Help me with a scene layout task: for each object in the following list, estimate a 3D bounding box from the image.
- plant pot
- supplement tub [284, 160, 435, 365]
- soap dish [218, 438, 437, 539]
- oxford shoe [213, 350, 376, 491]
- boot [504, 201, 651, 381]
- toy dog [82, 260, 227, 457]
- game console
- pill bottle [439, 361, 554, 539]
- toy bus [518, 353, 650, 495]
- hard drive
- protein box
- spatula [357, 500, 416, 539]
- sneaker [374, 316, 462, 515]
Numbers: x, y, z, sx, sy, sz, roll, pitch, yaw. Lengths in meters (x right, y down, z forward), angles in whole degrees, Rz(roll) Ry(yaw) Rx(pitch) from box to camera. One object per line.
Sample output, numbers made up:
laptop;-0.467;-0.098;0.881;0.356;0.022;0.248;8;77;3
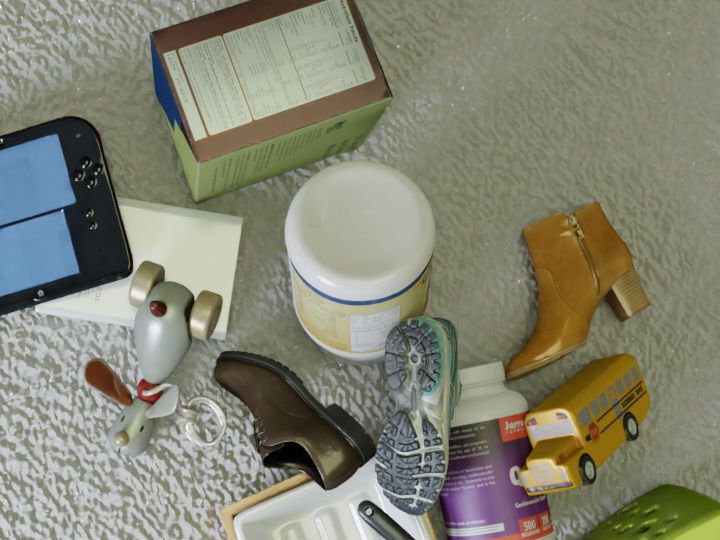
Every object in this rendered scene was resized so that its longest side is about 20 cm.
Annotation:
plant pot;0.299;0.352;1.138;0.180;0.199;0.202;-22;87;-4
supplement tub;0.000;0.000;1.113;0.143;0.201;0.146;0;63;0
soap dish;-0.027;0.279;1.147;0.198;0.081;0.159;-21;86;-11
oxford shoe;-0.085;0.149;1.124;0.199;0.073;0.084;32;58;29
boot;0.211;0.020;1.233;0.200;0.071;0.145;-29;82;-15
toy dog;-0.207;0.092;1.111;0.130;0.096;0.203;0;93;10
game console;-0.346;-0.053;1.145;0.198;0.031;0.179;-16;81;0
pill bottle;0.131;0.201;1.167;0.111;0.112;0.202;-10;85;-10
toy bus;0.232;0.159;1.158;0.199;0.065;0.079;-26;96;-49
hard drive;-0.232;-0.006;1.180;0.198;0.026;0.134;9;81;-8
protein box;-0.096;-0.180;1.136;0.198;0.199;0.136;-20;86;-11
spatula;0.074;0.298;1.111;0.200;0.021;0.057;42;79;-3
sneaker;0.070;0.142;1.102;0.077;0.086;0.202;12;103;30
